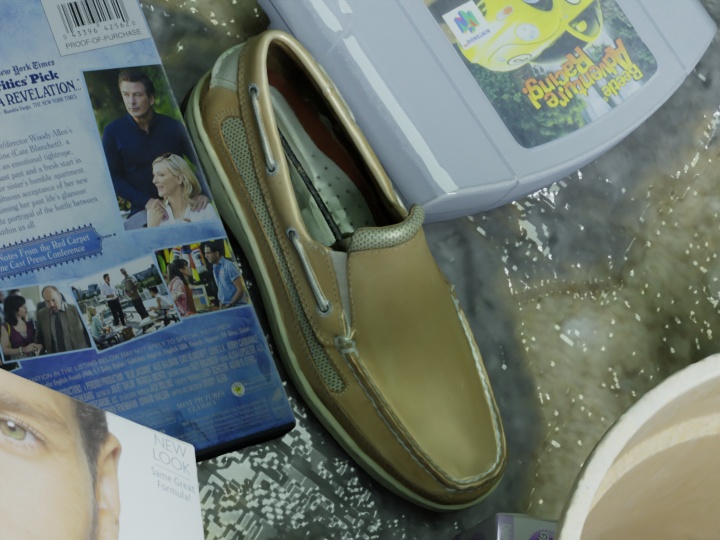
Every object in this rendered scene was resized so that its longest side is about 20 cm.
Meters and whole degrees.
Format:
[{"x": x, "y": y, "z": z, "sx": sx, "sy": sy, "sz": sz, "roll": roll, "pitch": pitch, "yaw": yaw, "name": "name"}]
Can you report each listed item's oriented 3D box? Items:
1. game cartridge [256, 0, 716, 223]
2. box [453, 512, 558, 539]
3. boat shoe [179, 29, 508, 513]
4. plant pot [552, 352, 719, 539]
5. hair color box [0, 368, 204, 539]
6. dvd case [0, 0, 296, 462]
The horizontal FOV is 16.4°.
[{"x": 0.061, "y": -0.102, "z": 1.038, "sx": 0.200, "sy": 0.041, "sz": 0.133, "roll": -33, "pitch": 91, "yaw": -39, "name": "game cartridge"}, {"x": 0.060, "y": 0.193, "z": 0.931, "sx": 0.039, "sy": 0.041, "sz": 0.200, "roll": 10, "pitch": 67, "yaw": -23, "name": "box"}, {"x": 0.000, "y": 0.000, "z": 0.954, "sx": 0.072, "sy": 0.076, "sz": 0.200, "roll": -32, "pitch": 87, "yaw": -33, "name": "boat shoe"}, {"x": 0.120, "y": 0.148, "z": 0.839, "sx": 0.200, "sy": 0.183, "sz": 0.201, "roll": 8, "pitch": 66, "yaw": -18, "name": "plant pot"}, {"x": -0.101, "y": 0.130, "z": 0.762, "sx": 0.109, "sy": 0.065, "sz": 0.200, "roll": 25, "pitch": 37, "yaw": -35, "name": "hair color box"}, {"x": -0.120, "y": -0.014, "z": 0.933, "sx": 0.143, "sy": 0.018, "sz": 0.200, "roll": -15, "pitch": 79, "yaw": -30, "name": "dvd case"}]
